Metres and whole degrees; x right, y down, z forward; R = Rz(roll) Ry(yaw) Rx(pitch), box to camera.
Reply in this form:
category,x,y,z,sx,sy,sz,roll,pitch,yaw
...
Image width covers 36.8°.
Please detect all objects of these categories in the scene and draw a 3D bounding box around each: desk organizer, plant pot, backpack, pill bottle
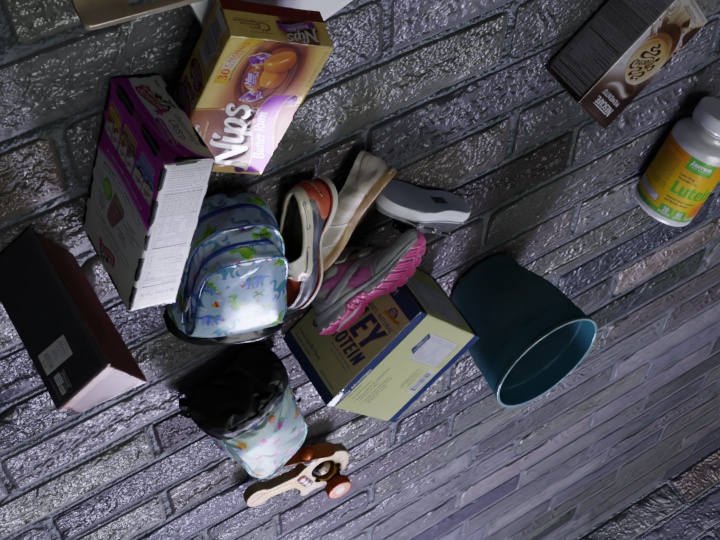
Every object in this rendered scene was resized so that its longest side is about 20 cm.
category,x,y,z,sx,sy,sz,roll,pitch,yaw
desk organizer,-0.310,0.057,1.140,0.072,0.201,0.077,-40,151,5
plant pot,0.249,0.085,1.765,0.198,0.189,0.201,-26,147,-19
backpack,-0.155,0.000,1.301,0.161,0.154,0.202,-5,124,-18
pill bottle,0.551,-0.182,1.801,0.110,0.111,0.201,-10,139,-37
backpack,-0.158,0.213,1.573,0.166,0.127,0.201,-35,152,-12

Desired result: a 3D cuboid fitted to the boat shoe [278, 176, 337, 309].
category,x,y,z,sx,sy,sz,roll,pitch,yaw
boat shoe,-0.082,-0.028,1.383,0.062,0.071,0.202,-26,144,-44

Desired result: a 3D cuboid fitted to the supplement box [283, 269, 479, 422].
category,x,y,z,sx,sy,sz,roll,pitch,yaw
supplement box,0.033,0.101,1.613,0.200,0.135,0.199,-45,148,13

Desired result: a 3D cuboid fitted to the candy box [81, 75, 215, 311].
category,x,y,z,sx,sy,sz,roll,pitch,yaw
candy box,-0.222,-0.078,1.116,0.060,0.137,0.201,-10,140,-35

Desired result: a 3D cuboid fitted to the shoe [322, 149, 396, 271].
category,x,y,z,sx,sy,sz,roll,pitch,yaw
shoe,-0.022,-0.076,1.415,0.201,0.053,0.070,-53,-176,36

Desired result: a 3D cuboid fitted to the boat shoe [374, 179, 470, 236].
category,x,y,z,sx,sy,sz,roll,pitch,yaw
boat shoe,0.077,-0.077,1.501,0.199,0.070,0.067,-2,134,-55

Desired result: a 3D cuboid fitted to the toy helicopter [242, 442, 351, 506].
category,x,y,z,sx,sy,sz,roll,pitch,yaw
toy helicopter,-0.108,0.350,1.854,0.198,0.079,0.133,-20,144,-21

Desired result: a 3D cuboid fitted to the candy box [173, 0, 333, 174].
category,x,y,z,sx,sy,sz,roll,pitch,yaw
candy box,-0.123,-0.182,1.108,0.115,0.057,0.201,0,144,-32

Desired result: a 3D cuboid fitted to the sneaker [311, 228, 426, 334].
category,x,y,z,sx,sy,sz,roll,pitch,yaw
sneaker,0.000,0.000,1.482,0.199,0.089,0.081,-38,163,15

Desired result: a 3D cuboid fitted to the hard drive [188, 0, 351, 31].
category,x,y,z,sx,sy,sz,roll,pitch,yaw
hard drive,-0.073,-0.291,1.097,0.199,0.026,0.132,-35,149,-4

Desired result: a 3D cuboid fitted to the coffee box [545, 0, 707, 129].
category,x,y,z,sx,sy,sz,roll,pitch,yaw
coffee box,0.362,-0.306,1.475,0.200,0.080,0.113,-47,149,14

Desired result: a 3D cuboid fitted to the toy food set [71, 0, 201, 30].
category,x,y,z,sx,sy,sz,roll,pitch,yaw
toy food set,-0.182,-0.310,0.927,0.142,0.061,0.201,-22,146,-24
